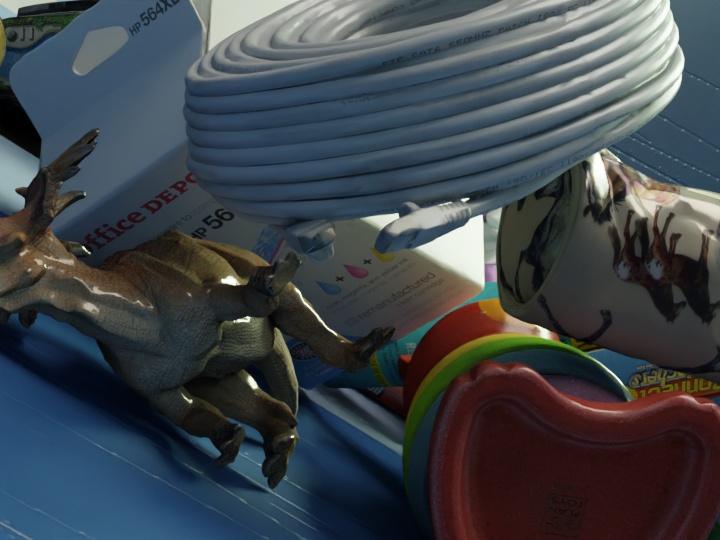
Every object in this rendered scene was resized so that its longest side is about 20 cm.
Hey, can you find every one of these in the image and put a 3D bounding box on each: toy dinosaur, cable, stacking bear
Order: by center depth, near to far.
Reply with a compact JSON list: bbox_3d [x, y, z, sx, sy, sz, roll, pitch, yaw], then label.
[{"bbox_3d":[-0.074,0.011,0.827,0.135,0.086,0.200,32,2,26],"label":"toy dinosaur"},{"bbox_3d":[0.025,-0.077,0.833,0.200,0.200,0.069,16,-54,59],"label":"cable"},{"bbox_3d":[0.068,0.071,0.920,0.121,0.114,0.200,10,13,-11],"label":"stacking bear"}]

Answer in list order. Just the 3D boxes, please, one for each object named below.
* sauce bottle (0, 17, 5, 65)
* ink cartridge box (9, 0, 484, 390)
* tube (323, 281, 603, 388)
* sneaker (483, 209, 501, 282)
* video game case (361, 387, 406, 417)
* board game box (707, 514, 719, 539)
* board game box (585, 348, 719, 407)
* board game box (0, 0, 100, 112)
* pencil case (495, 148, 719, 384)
[{"bbox_3d":[-0.217,-0.110,1.072,0.065,0.065,0.200,33,5,-10],"label":"sauce bottle"},{"bbox_3d":[-0.056,-0.054,0.993,0.200,0.128,0.125,28,47,-34],"label":"ink cartridge box"},{"bbox_3d":[0.075,0.031,1.059,0.200,0.050,0.078,-3,-40,23],"label":"tube"},{"bbox_3d":[0.040,-0.005,1.164,0.140,0.200,0.078,24,-35,7],"label":"sneaker"},{"bbox_3d":[0.000,0.000,1.187,0.200,0.017,0.143,32,44,-9],"label":"video game case"},{"bbox_3d":[0.192,0.128,0.874,0.151,0.037,0.200,53,-24,1],"label":"board game box"},{"bbox_3d":[0.178,0.095,1.055,0.200,0.056,0.196,-16,-32,40],"label":"board game box"},{"bbox_3d":[-0.126,-0.130,1.242,0.199,0.062,0.200,-1,-4,15],"label":"board game box"},{"bbox_3d":[0.153,0.003,0.883,0.200,0.090,0.078,16,6,-13],"label":"pencil case"}]
